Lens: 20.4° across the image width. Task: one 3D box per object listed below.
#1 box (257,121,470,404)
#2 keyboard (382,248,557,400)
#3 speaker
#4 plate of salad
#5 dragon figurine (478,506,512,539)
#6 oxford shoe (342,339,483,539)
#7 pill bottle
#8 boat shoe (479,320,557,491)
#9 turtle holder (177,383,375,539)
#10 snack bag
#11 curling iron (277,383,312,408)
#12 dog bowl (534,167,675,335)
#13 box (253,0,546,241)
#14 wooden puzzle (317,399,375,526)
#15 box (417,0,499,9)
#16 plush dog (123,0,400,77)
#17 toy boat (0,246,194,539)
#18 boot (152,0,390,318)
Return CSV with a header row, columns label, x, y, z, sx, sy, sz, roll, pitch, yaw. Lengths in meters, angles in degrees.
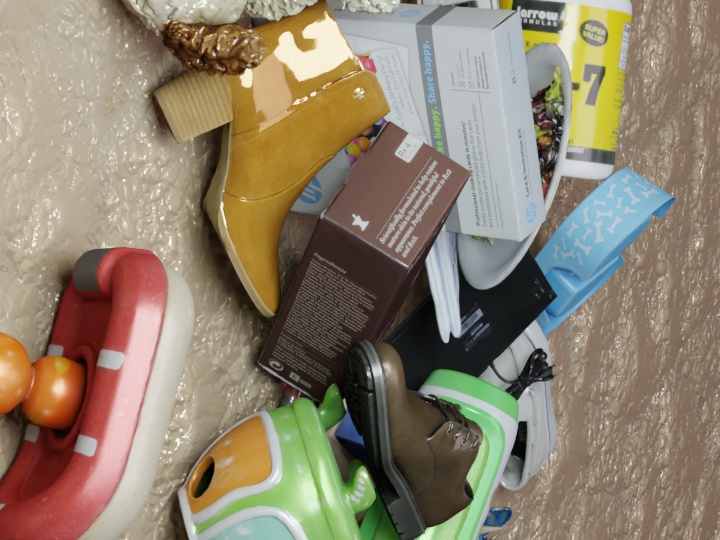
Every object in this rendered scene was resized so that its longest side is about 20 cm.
label,x,y,z,sx,sy,sz,roll,pitch,yaw
box,0.000,0.000,1.388,0.100,0.075,0.200,-56,173,-35
keyboard,0.095,0.065,1.621,0.200,0.021,0.127,-41,105,-36
speaker,0.052,0.180,1.511,0.088,0.088,0.201,41,66,-53
plate of salad,0.111,-0.085,1.566,0.048,0.200,0.201,16,82,-17
dragon figurine,0.086,0.212,1.636,0.200,0.059,0.100,101,15,-58
oxford shoe,0.038,0.107,1.395,0.084,0.073,0.200,-23,141,-3
pill bottle,0.166,-0.181,1.673,0.114,0.114,0.201,0,97,-57
boat shoe,0.127,0.108,1.720,0.065,0.073,0.201,-57,139,-39
turtle holder,-0.051,0.181,1.412,0.186,0.131,0.141,76,-5,-58
snack bag,0.053,-0.073,1.534,0.189,0.021,0.201,-86,168,-64
curling iron,-0.060,0.146,1.483,0.050,0.025,0.201,38,66,-50
dog bowl,0.195,-0.017,1.722,0.111,0.050,0.200,-37,168,-33
box,0.026,-0.108,1.395,0.041,0.199,0.157,-38,128,-45
wooden puzzle,0.004,0.180,1.573,0.185,0.046,0.201,49,57,-50
box,0.079,-0.162,1.499,0.201,0.060,0.117,-93,172,-50
plush dog,-0.089,-0.217,1.279,0.171,0.160,0.201,-31,91,-34
toy boat,-0.190,0.075,1.209,0.130,0.130,0.201,18,80,-26
boot,-0.042,-0.074,1.359,0.143,0.071,0.202,-25,121,-5
